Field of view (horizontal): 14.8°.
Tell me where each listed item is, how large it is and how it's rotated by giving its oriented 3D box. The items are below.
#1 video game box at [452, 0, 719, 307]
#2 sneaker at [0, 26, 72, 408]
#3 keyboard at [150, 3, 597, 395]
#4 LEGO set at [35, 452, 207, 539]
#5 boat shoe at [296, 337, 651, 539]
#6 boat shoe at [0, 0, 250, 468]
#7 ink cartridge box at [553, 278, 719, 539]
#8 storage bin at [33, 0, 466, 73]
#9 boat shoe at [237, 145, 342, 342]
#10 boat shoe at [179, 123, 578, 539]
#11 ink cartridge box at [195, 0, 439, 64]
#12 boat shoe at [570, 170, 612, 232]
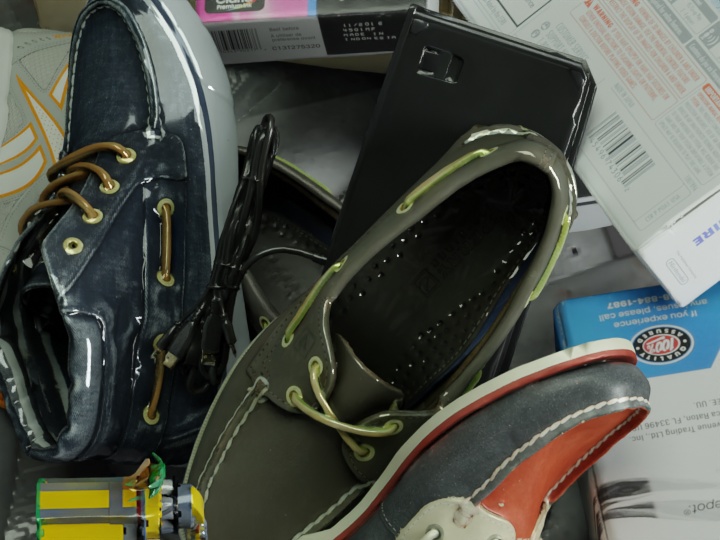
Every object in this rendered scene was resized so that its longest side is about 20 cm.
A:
[{"bbox_3d":[0.145,-0.106,1.058,0.182,0.047,0.200,-38,42,7],"label":"video game box"},{"bbox_3d":[-0.119,-0.031,1.136,0.092,0.076,0.200,-5,51,-4],"label":"sneaker"},{"bbox_3d":[0.000,0.000,1.027,0.127,0.021,0.200,18,92,0],"label":"keyboard"},{"bbox_3d":[-0.044,0.160,0.897,0.116,0.200,0.154,-1,37,-4],"label":"LEGO set"},{"bbox_3d":[0.029,0.099,0.964,0.200,0.071,0.063,-40,59,22],"label":"boat shoe"},{"bbox_3d":[-0.098,-0.023,1.060,0.091,0.071,0.200,2,73,-45],"label":"boat shoe"},{"bbox_3d":[0.157,0.098,0.986,0.146,0.086,0.200,-9,51,0],"label":"ink cartridge box"},{"bbox_3d":[-0.034,-0.192,1.243,0.200,0.094,0.199,8,51,12],"label":"storage bin"},{"bbox_3d":[-0.002,0.026,1.080,0.072,0.061,0.201,-35,55,-21],"label":"boat shoe"},{"bbox_3d":[0.003,0.031,0.988,0.072,0.060,0.202,39,93,-1],"label":"boat shoe"},{"bbox_3d":[-0.016,-0.177,1.145,0.095,0.037,0.200,-3,59,7],"label":"ink cartridge box"},{"bbox_3d":[0.146,-0.074,1.141,0.199,0.068,0.074,-10,50,-2],"label":"boat shoe"}]
